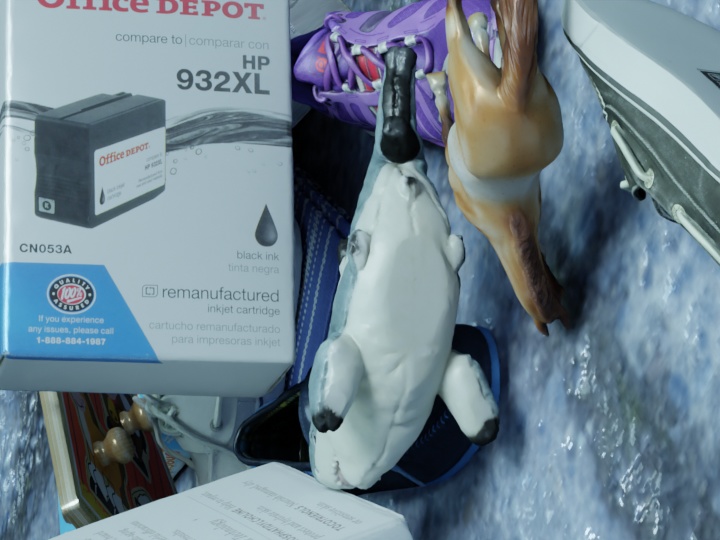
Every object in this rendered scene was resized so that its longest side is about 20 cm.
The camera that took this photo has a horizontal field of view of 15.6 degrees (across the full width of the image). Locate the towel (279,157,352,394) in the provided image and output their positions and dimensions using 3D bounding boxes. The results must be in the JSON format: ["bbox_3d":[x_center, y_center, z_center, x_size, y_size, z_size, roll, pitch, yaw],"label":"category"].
[{"bbox_3d":[-0.041,0.014,1.466,0.200,0.024,0.146,-132,50,-61],"label":"towel"}]

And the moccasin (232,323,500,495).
[{"bbox_3d":[-0.001,0.078,1.291,0.200,0.068,0.081,-39,49,55],"label":"moccasin"}]

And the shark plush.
[{"bbox_3d":[0.000,0.000,1.206,0.083,0.090,0.201,177,86,-68],"label":"shark plush"}]

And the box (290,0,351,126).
[{"bbox_3d":[-0.095,-0.075,1.462,0.158,0.048,0.200,-47,13,-22],"label":"box"}]

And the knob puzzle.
[{"bbox_3d":[-0.129,0.096,1.467,0.220,0.030,0.221,-24,-90,-82],"label":"knob puzzle"}]

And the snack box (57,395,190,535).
[{"bbox_3d":[-0.144,0.085,1.650,0.200,0.037,0.117,130,139,-51],"label":"snack box"}]

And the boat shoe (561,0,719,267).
[{"bbox_3d":[0.127,-0.051,1.038,0.200,0.070,0.064,56,133,54],"label":"boat shoe"}]

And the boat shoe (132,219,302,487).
[{"bbox_3d":[-0.087,0.066,1.423,0.075,0.086,0.203,-149,65,-67],"label":"boat shoe"}]

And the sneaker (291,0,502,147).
[{"bbox_3d":[0.016,-0.095,1.283,0.200,0.083,0.081,173,103,-65],"label":"sneaker"}]

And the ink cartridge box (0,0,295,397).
[{"bbox_3d":[-0.109,-0.045,1.296,0.084,0.144,0.201,130,140,-71],"label":"ink cartridge box"}]

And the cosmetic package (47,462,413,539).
[{"bbox_3d":[-0.079,0.207,1.218,0.166,0.199,0.168,14,121,65],"label":"cosmetic package"}]

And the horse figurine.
[{"bbox_3d":[0.058,-0.070,1.118,0.200,0.050,0.133,92,166,-62],"label":"horse figurine"}]
